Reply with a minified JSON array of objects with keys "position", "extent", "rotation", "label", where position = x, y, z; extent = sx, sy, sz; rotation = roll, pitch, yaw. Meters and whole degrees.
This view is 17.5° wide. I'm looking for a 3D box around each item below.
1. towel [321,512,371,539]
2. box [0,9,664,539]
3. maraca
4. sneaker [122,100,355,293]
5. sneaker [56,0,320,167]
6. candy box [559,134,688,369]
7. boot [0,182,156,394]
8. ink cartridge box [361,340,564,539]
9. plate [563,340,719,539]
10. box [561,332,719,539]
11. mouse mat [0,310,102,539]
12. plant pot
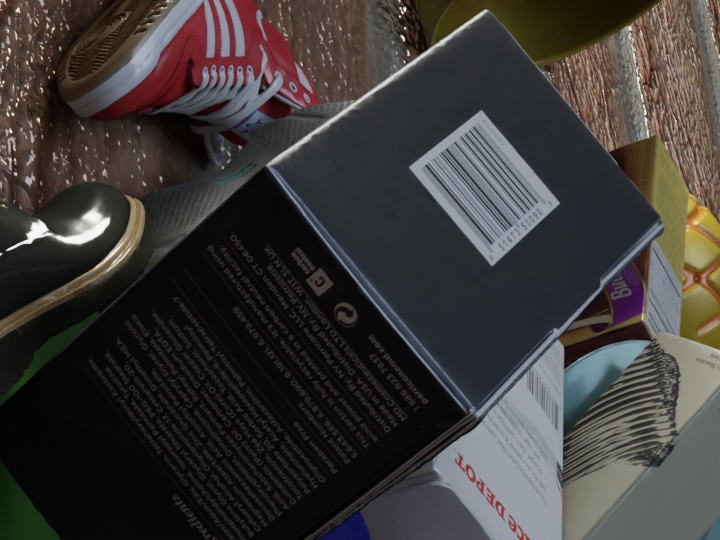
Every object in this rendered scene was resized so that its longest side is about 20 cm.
[{"position":[-0.058,0.134,1.062],"extent":[0.149,0.049,0.200],"rotation":[69,25,-14],"label":"towel"},{"position":[-0.013,0.022,0.945],"extent":[0.124,0.196,0.200],"rotation":[49,35,1],"label":"box"},{"position":[0.222,0.026,1.695],"extent":[0.137,0.106,0.201],"rotation":[16,58,-54],"label":"maraca"},{"position":[-0.037,-0.023,1.142],"extent":[0.200,0.070,0.081],"rotation":[-31,118,-28],"label":"sneaker"},{"position":[-0.080,-0.091,1.159],"extent":[0.113,0.071,0.200],"rotation":[60,24,-17],"label":"sneaker"},{"position":[0.150,0.005,1.541],"extent":[0.057,0.116,0.201],"rotation":[57,28,-29],"label":"candy box"},{"position":[-0.164,-0.028,0.917],"extent":[0.139,0.077,0.200],"rotation":[59,28,-11],"label":"boot"},{"position":[0.047,0.085,1.292],"extent":[0.147,0.085,0.201],"rotation":[52,31,-37],"label":"ink cartridge box"},{"position":[0.163,0.143,1.431],"extent":[0.199,0.026,0.202],"rotation":[-9,105,-35],"label":"plate"},{"position":[0.149,0.133,1.353],"extent":[0.200,0.082,0.069],"rotation":[-46,122,-18],"label":"box"},{"position":[-0.132,0.081,0.999],"extent":[0.161,0.007,0.201],"rotation":[-15,86,-67],"label":"mouse mat"},{"position":[0.111,-0.243,1.564],"extent":[0.200,0.199,0.143],"rotation":[17,45,-62],"label":"plant pot"}]
